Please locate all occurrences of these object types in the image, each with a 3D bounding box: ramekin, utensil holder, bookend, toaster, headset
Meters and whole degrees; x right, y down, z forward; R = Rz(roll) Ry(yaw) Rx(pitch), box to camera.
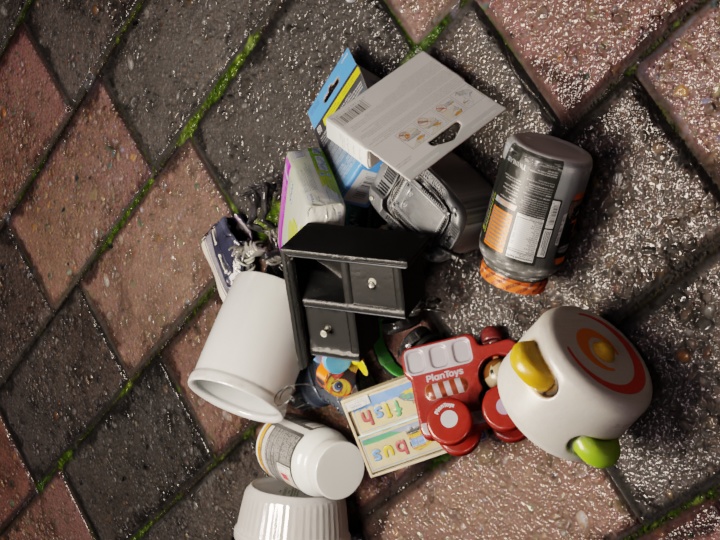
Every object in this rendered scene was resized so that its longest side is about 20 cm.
[{"bbox_3d":[-0.112,0.413,1.901,0.201,0.201,0.095,7,93,40],"label":"ramekin"},{"bbox_3d":[-0.169,0.126,1.848,0.169,0.170,0.201,2,61,41],"label":"utensil holder"},{"bbox_3d":[0.002,0.047,1.603,0.197,0.092,0.202,7,120,25],"label":"bookend"},{"bbox_3d":[0.119,-0.095,1.623,0.200,0.129,0.114,45,126,25],"label":"toaster"},{"bbox_3d":[0.067,0.099,1.734,0.124,0.093,0.200,56,140,16],"label":"headset"}]

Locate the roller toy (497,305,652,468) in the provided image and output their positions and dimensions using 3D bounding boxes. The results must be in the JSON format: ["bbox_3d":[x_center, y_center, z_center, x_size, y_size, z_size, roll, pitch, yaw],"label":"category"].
[{"bbox_3d":[0.286,0.144,1.490,0.199,0.183,0.140,36,123,0],"label":"roller toy"}]

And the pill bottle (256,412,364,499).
[{"bbox_3d":[-0.083,0.310,1.866,0.199,0.115,0.118,10,107,58],"label":"pill bottle"}]

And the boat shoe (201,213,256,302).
[{"bbox_3d":[-0.211,-0.004,1.967,0.201,0.074,0.093,59,137,16],"label":"boat shoe"}]

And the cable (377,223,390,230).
[{"bbox_3d":[0.000,0.000,1.742,0.200,0.050,0.097,-43,50,-9],"label":"cable"}]

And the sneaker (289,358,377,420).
[{"bbox_3d":[-0.037,0.224,1.855,0.146,0.077,0.204,-36,66,29],"label":"sneaker"}]

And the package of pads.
[{"bbox_3d":[-0.079,-0.066,1.739,0.155,0.068,0.201,-113,24,-46],"label":"package of pads"}]

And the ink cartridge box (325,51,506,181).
[{"bbox_3d":[0.079,-0.211,1.593,0.173,0.199,0.044,40,154,27],"label":"ink cartridge box"}]

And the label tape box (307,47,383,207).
[{"bbox_3d":[-0.003,-0.222,1.734,0.144,0.063,0.201,-52,41,36],"label":"label tape box"}]

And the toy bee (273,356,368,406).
[{"bbox_3d":[-0.035,0.150,1.770,0.200,0.109,0.131,-41,30,12],"label":"toy bee"}]

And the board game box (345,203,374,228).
[{"bbox_3d":[-0.041,-0.047,1.841,0.134,0.028,0.202,17,110,37],"label":"board game box"}]

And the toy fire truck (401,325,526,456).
[{"bbox_3d":[0.168,0.169,1.635,0.198,0.112,0.170,-16,69,9],"label":"toy fire truck"}]

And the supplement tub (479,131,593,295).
[{"bbox_3d":[0.234,-0.077,1.531,0.122,0.122,0.202,30,118,33],"label":"supplement tub"}]

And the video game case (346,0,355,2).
[{"bbox_3d":[-0.015,-0.549,1.714,0.182,0.022,0.201,-44,71,38],"label":"video game case"}]

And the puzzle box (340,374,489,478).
[{"bbox_3d":[0.083,0.227,1.721,0.198,0.025,0.134,-22,95,12],"label":"puzzle box"}]

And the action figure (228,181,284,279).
[{"bbox_3d":[-0.166,-0.041,1.896,0.119,0.101,0.202,-19,82,59],"label":"action figure"}]
